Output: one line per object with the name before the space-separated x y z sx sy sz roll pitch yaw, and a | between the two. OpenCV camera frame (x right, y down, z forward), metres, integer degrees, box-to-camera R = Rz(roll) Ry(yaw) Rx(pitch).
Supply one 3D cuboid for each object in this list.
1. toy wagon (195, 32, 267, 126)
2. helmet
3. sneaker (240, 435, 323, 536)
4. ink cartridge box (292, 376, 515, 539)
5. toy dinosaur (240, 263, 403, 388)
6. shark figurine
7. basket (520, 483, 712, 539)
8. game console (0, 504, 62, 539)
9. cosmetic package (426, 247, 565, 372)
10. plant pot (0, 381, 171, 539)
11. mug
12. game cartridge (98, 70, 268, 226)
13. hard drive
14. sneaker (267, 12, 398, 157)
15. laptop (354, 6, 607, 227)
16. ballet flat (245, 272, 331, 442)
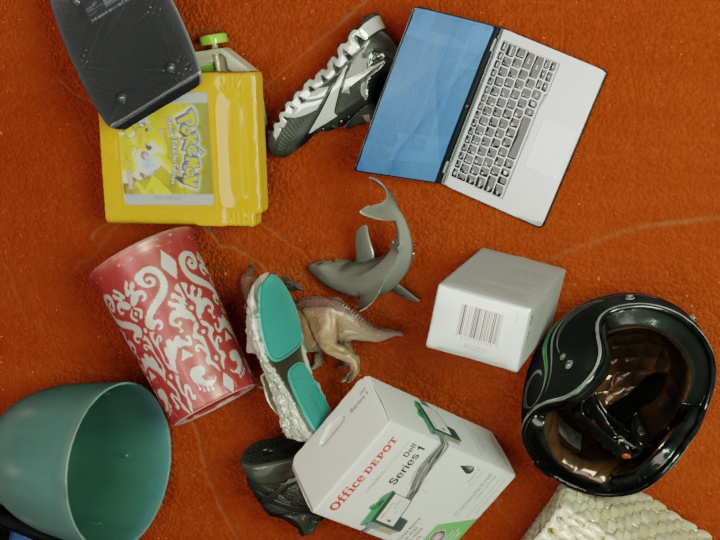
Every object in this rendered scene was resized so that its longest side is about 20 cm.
toy wagon | -0.209 -0.190 1.708 0.199 0.040 0.156 -6 99 20
helmet | 0.270 0.120 1.536 0.199 0.191 0.200 19 140 17
sneaker | -0.033 0.246 1.729 0.199 0.076 0.115 -11 121 4
ink cartridge box | 0.047 0.222 1.626 0.200 0.084 0.146 26 112 -34
toy dinosaur | -0.058 0.057 1.683 0.199 0.086 0.136 -4 102 21
shark figurine | 0.017 -0.001 1.610 0.128 0.090 0.215 35 146 -2
basket | 0.262 0.333 1.579 0.198 0.200 0.161 32 107 9
game console | -0.398 0.383 1.854 0.199 0.176 0.117 19 79 13
cosmetic package | 0.146 0.038 1.552 0.101 0.200 0.072 15 106 15
plant pot | -0.351 0.228 1.767 0.160 0.200 0.201 3 103 29
mug | -0.212 0.071 1.717 0.133 0.178 0.200 -27 83 -7
game cartridge | -0.205 -0.140 1.679 0.199 0.032 0.177 2 102 20
hard drive | -0.263 -0.261 1.658 0.135 0.042 0.200 -30 65 5
sneaker | -0.022 -0.186 1.632 0.091 0.066 0.200 46 109 7
laptop | 0.129 -0.160 1.561 0.199 0.116 0.188 25 109 12
ballet flat | -0.094 0.103 1.630 0.072 0.072 0.201 -16 99 21
